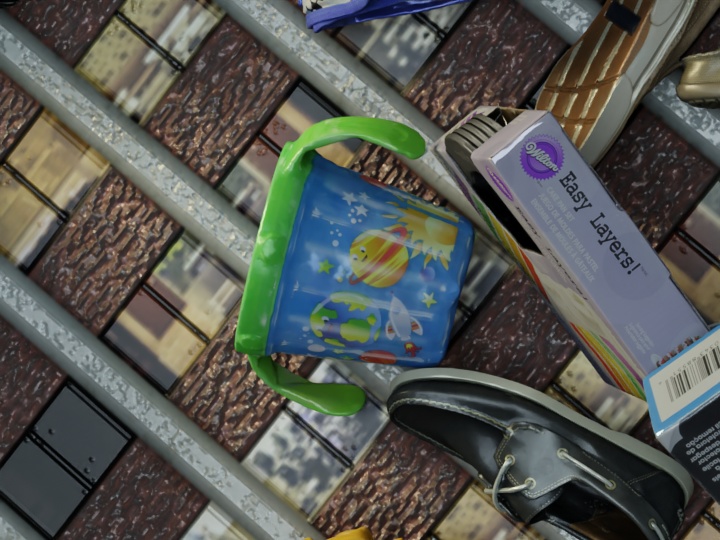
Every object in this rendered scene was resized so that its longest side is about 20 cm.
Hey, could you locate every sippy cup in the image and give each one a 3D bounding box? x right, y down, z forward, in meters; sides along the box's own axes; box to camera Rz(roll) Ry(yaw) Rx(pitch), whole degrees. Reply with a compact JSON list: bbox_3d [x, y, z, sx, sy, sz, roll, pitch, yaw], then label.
[{"bbox_3d":[0.000,0.000,1.765,0.129,0.178,0.140,13,65,1],"label":"sippy cup"}]

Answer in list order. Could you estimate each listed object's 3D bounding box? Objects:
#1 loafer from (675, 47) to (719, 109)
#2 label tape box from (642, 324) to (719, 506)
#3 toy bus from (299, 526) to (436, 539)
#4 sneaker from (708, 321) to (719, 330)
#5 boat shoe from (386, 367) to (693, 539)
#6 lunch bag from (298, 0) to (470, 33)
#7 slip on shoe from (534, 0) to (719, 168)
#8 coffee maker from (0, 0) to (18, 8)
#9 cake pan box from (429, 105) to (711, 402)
[{"bbox_3d":[0.282,-0.151,1.727,0.199,0.076,0.068,-18,86,2],"label":"loafer"},{"bbox_3d":[0.275,0.098,1.584,0.144,0.063,0.200,-37,115,16],"label":"label tape box"},{"bbox_3d":[0.056,0.235,1.757,0.191,0.136,0.201,-24,83,-1],"label":"toy bus"},{"bbox_3d":[0.281,0.099,1.696,0.198,0.081,0.116,7,47,12],"label":"sneaker"},{"bbox_3d":[0.105,0.119,1.745,0.199,0.072,0.068,25,56,1],"label":"boat shoe"},{"bbox_3d":[0.039,-0.247,1.757,0.199,0.124,0.171,-10,88,26],"label":"lunch bag"},{"bbox_3d":[0.172,-0.134,1.756,0.060,0.076,0.201,17,107,-32],"label":"slip on shoe"},{"bbox_3d":[-0.318,-0.220,1.844,0.199,0.135,0.193,7,115,14],"label":"coffee maker"},{"bbox_3d":[0.127,-0.013,1.677,0.052,0.184,0.200,-38,101,-6],"label":"cake pan box"}]
